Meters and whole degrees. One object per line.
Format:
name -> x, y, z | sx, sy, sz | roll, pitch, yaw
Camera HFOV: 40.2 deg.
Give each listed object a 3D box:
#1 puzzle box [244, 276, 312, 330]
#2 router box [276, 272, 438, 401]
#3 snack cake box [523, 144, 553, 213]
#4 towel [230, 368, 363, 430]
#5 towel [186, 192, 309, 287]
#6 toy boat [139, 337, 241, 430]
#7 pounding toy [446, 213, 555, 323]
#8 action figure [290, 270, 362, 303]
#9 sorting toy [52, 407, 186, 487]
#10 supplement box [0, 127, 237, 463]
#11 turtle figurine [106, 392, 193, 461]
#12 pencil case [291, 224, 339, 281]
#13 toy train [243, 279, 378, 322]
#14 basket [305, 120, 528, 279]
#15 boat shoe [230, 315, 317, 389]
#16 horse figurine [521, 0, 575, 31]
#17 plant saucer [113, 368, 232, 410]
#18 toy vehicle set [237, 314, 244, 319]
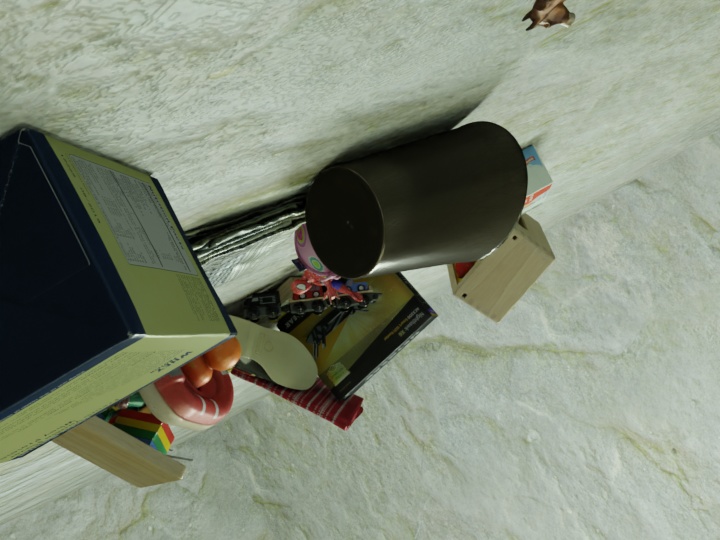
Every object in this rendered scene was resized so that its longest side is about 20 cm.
puzzle box -> -0.151, 0.083, 1.539 | 0.200, 0.025, 0.133 | -41, 169, 10
router box -> -0.006, 0.077, 1.519 | 0.200, 0.157, 0.052 | -44, 168, 9
snack cake box -> 0.230, -0.122, 1.543 | 0.115, 0.067, 0.200 | -27, 173, 3
towel -> -0.093, 0.185, 1.526 | 0.145, 0.200, 0.023 | -33, 147, -79
towel -> -0.148, -0.008, 1.033 | 0.192, 0.035, 0.200 | -22, 170, -38
toy boat -> -0.218, 0.132, 1.324 | 0.131, 0.131, 0.200 | -34, 163, 2
pounding toy -> 0.215, -0.033, 1.744 | 0.184, 0.142, 0.200 | -51, -163, 20
action figure -> 0.000, 0.000, 1.403 | 0.200, 0.099, 0.065 | -25, 147, -7
sorting toy -> -0.342, 0.214, 1.336 | 0.199, 0.200, 0.070 | -27, -147, 58
supplement box -> -0.218, 0.031, 0.635 | 0.200, 0.134, 0.200 | -29, 173, 7
turtle figurine -> -0.313, 0.222, 1.505 | 0.199, 0.101, 0.150 | 7, 122, -12
pencil case -> 0.013, -0.049, 1.157 | 0.200, 0.088, 0.087 | -22, 171, -45
toy train -> -0.073, 0.042, 1.444 | 0.199, 0.046, 0.034 | -7, 166, -5
basket -> 0.051, -0.065, 1.025 | 0.200, 0.136, 0.180 | -16, 152, -43
boat shoe -> -0.151, 0.120, 1.458 | 0.201, 0.074, 0.063 | 29, 158, -31
horse figurine -> 0.224, -0.238, 0.727 | 0.132, 0.050, 0.200 | -6, 172, -26
plant saucer -> -0.333, 0.195, 1.665 | 0.200, 0.049, 0.200 | -26, 174, 20
toy vehicle set -> -0.254, 0.117, 1.540 | 0.124, 0.027, 0.200 | -31, 172, 22
